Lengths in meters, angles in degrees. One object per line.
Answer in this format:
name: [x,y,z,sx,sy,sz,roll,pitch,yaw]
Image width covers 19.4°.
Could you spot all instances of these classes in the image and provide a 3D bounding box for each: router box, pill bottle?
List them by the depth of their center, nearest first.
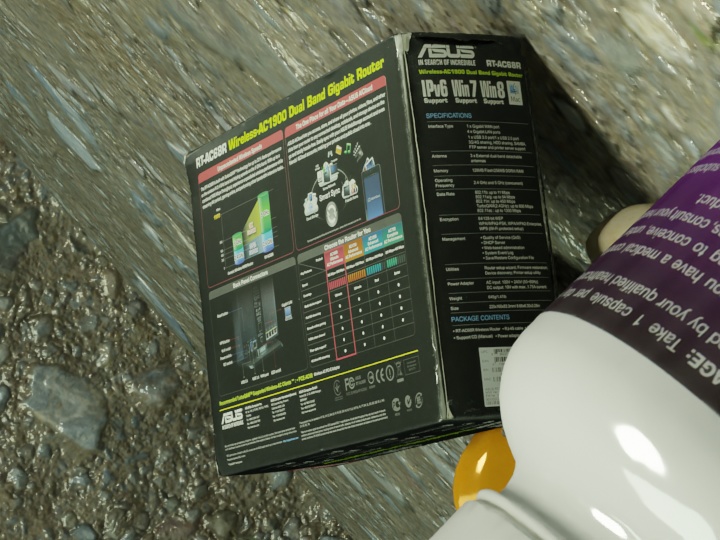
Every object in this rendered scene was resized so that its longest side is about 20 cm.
pill bottle: [0.109,0.018,0.453,0.112,0.200,0.112,45,170,10]
router box: [0.000,0.000,0.873,0.200,0.062,0.150,-20,74,58]

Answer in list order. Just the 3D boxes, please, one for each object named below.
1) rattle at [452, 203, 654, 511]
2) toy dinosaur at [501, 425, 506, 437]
rattle: [0.120,0.057,0.779,0.200,0.143,0.130,41,153,63]
toy dinosaur: [0.102,0.060,0.558,0.102,0.077,0.200,40,-169,29]
